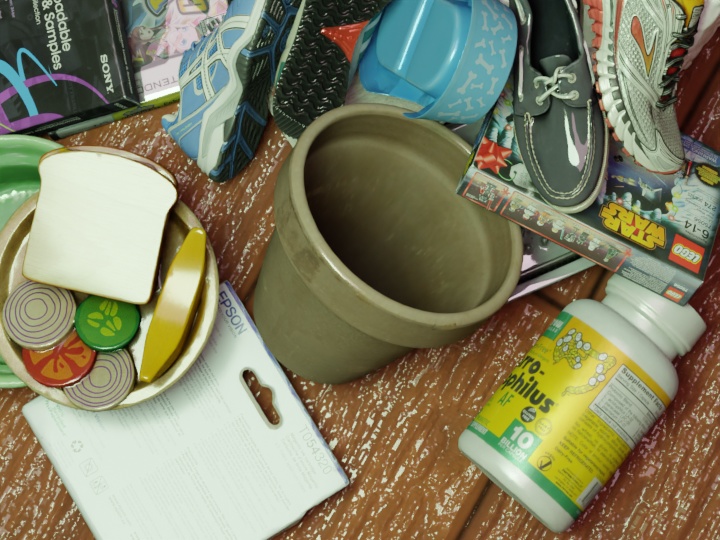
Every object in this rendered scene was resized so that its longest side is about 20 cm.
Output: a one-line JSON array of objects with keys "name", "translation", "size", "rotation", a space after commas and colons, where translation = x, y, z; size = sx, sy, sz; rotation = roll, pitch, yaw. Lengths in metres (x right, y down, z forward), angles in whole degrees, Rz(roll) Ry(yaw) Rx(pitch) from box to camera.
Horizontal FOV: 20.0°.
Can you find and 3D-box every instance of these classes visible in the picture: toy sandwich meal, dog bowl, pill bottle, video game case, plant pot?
[{"name": "toy sandwich meal", "translation": [-0.199, 0.006, 1.556], "size": [0.203, 0.070, 0.208], "rotation": [0, 82, 3]}, {"name": "dog bowl", "translation": [0.060, -0.172, 1.552], "size": [0.049, 0.200, 0.112], "rotation": [18, 100, -23]}, {"name": "pill bottle", "translation": [0.178, 0.095, 1.598], "size": [0.113, 0.113, 0.200], "rotation": [40, 86, 8]}, {"name": "video game case", "translation": [-0.202, -0.231, 1.715], "size": [0.179, 0.026, 0.202], "rotation": [-17, 81, 1]}, {"name": "plant pot", "translation": [0.000, 0.000, 1.577], "size": [0.199, 0.175, 0.202], "rotation": [18, 49, -22]}]

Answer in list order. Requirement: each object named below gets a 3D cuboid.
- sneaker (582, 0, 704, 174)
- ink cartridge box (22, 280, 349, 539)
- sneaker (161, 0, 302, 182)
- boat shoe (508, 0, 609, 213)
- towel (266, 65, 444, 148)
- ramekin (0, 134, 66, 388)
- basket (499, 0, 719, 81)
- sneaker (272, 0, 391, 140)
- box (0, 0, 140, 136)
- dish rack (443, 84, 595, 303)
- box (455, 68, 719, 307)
[{"name": "sneaker", "translation": [0.213, -0.168, 1.494], "size": [0.081, 0.078, 0.202], "rotation": [-7, 102, 24]}, {"name": "ink cartridge box", "translation": [-0.140, 0.144, 1.647], "size": [0.199, 0.043, 0.197], "rotation": [-31, 81, -4]}, {"name": "sneaker", "translation": [-0.105, -0.171, 1.632], "size": [0.077, 0.076, 0.201], "rotation": [34, 115, 20]}, {"name": "boat shoe", "translation": [0.138, -0.144, 1.505], "size": [0.072, 0.063, 0.202], "rotation": [-8, 79, 20]}, {"name": "towel", "translation": [0.020, -0.161, 1.664], "size": [0.199, 0.035, 0.133], "rotation": [-32, 58, -2]}, {"name": "ramekin", "translation": [-0.274, -0.001, 1.648], "size": [0.198, 0.098, 0.202], "rotation": [-1, 81, 4]}, {"name": "basket", "translation": [0.216, -0.270, 1.597], "size": [0.200, 0.161, 0.199], "rotation": [40, 115, 8]}, {"name": "sneaker", "translation": [-0.020, -0.202, 1.600], "size": [0.070, 0.093, 0.201], "rotation": [21, 99, -12]}, {"name": "box", "translation": [-0.288, -0.182, 1.685], "size": [0.198, 0.036, 0.144], "rotation": [-15, 82, 14]}, {"name": "dish rack", "translation": [0.135, -0.071, 1.661], "size": [0.198, 0.044, 0.173], "rotation": [-23, 82, 0]}, {"name": "box", "translation": [0.185, -0.073, 1.579], "size": [0.199, 0.040, 0.138], "rotation": [26, 52, -4]}]
